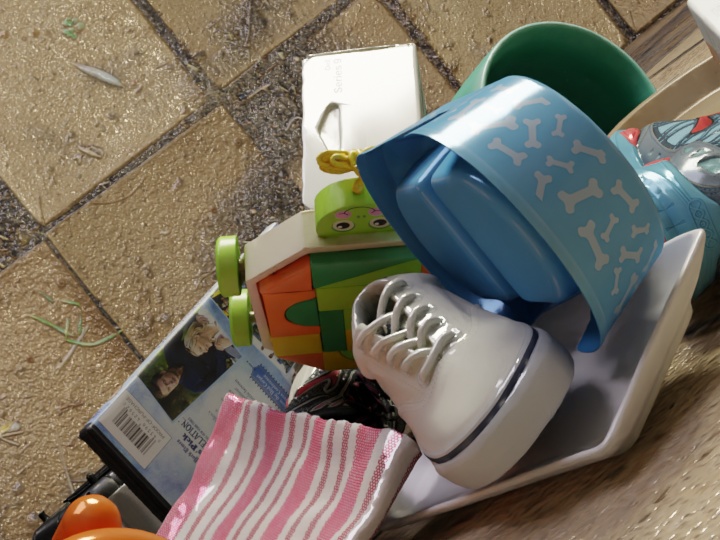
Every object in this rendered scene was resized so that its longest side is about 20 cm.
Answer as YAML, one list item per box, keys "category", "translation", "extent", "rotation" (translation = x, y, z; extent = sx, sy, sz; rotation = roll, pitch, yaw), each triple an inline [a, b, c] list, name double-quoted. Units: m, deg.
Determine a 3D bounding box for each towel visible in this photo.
- category: "towel"
  translation: [-0.059, 0.131, 0.683]
  extent: [0.147, 0.030, 0.199]
  rotation: [-57, 21, -15]

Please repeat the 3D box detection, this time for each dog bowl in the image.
- category: "dog bowl"
  translation: [0.061, -0.026, 0.597]
  extent: [0.049, 0.112, 0.200]
  rotation: [-42, 7, -10]

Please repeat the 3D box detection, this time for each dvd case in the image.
- category: "dvd case"
  translation: [-0.063, 0.083, 0.876]
  extent: [0.017, 0.143, 0.200]
  rotation: [-28, 17, 51]

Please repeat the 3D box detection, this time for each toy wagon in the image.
- category: "toy wagon"
  translation: [0.000, 0.000, 0.759]
  extent: [0.153, 0.040, 0.201]
  rotation: [-5, -25, 0]

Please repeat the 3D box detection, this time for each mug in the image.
- category: "mug"
  translation: [0.119, -0.072, 0.995]
  extent: [0.185, 0.152, 0.114]
  rotation: [-43, -3, -32]

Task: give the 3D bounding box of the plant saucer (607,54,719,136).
- category: "plant saucer"
  translation: [0.240, -0.110, 0.887]
  extent: [0.199, 0.030, 0.200]
  rotation: [-32, 11, 7]

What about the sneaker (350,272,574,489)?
- category: "sneaker"
  translation: [0.031, 0.040, 0.607]
  extent: [0.073, 0.070, 0.200]
  rotation: [-55, 9, -6]

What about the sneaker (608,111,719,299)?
- category: "sneaker"
  translation: [0.173, -0.036, 0.666]
  extent: [0.095, 0.080, 0.200]
  rotation: [-22, 10, 12]

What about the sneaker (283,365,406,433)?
- category: "sneaker"
  translation: [-0.009, 0.095, 0.840]
  extent: [0.075, 0.081, 0.200]
  rotation: [-38, 8, 41]

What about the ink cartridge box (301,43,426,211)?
- category: "ink cartridge box"
  translation: [0.013, -0.038, 1.000]
  extent: [0.086, 0.147, 0.201]
  rotation: [-7, -37, 6]

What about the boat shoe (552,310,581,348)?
- category: "boat shoe"
  translation: [0.105, 0.009, 0.726]
  extent: [0.074, 0.067, 0.200]
  rotation: [-40, 3, 4]

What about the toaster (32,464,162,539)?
- category: "toaster"
  translation: [-0.116, 0.153, 0.988]
  extent: [0.181, 0.119, 0.200]
  rotation: [-42, 2, -32]

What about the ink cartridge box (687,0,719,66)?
- category: "ink cartridge box"
  translation: [0.283, -0.145, 0.774]
  extent: [0.161, 0.050, 0.201]
  rotation: [-30, 28, 11]

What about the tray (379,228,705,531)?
- category: "tray"
  translation: [0.077, 0.058, 0.604]
  extent: [0.108, 0.022, 0.200]
  rotation: [-59, 10, -28]

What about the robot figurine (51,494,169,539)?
- category: "robot figurine"
  translation: [-0.117, 0.176, 0.570]
  extent: [0.116, 0.145, 0.200]
  rotation: [-18, -15, -47]
